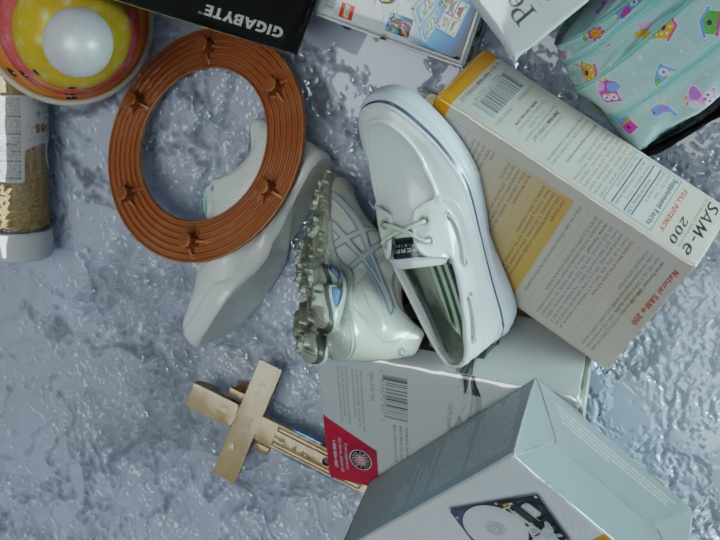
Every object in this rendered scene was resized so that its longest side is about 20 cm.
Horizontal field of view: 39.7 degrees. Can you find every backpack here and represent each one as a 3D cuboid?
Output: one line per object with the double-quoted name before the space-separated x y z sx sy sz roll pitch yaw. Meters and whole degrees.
"backpack" 0.230 -0.172 0.653 0.127 0.167 0.200 49 128 -3

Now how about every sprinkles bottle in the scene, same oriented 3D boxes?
"sprinkles bottle" -0.314 -0.110 0.899 0.068 0.068 0.201 7 104 18

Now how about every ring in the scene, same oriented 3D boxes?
"ring" -0.135 -0.107 0.827 0.200 0.019 0.202 -4 81 27

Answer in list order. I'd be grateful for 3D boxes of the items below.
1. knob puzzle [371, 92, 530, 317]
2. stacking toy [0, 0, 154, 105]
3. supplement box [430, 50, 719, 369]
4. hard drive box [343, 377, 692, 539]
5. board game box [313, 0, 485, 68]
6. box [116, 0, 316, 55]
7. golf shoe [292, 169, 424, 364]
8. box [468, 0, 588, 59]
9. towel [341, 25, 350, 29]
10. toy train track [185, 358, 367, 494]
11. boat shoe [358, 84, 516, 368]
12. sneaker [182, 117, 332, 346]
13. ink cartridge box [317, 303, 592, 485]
"knob puzzle" 0.111 -0.021 0.788 0.219 0.030 0.221 4 102 19
"stacking toy" -0.225 -0.186 0.765 0.145 0.200 0.147 -5 110 -15
"supplement box" 0.131 -0.041 0.696 0.200 0.074 0.126 36 141 9
"hard drive box" 0.108 0.189 0.719 0.156 0.077 0.200 40 133 -9
"board game box" 0.053 -0.264 0.725 0.126 0.035 0.201 23 111 12
"box" -0.114 -0.258 0.705 0.199 0.049 0.160 13 118 -20
"golf shoe" 0.000 0.000 0.762 0.097 0.200 0.079 10 130 -11
"box" 0.083 -0.249 0.590 0.131 0.200 0.199 -39 98 19
"towel" 0.034 -0.308 0.752 0.199 0.035 0.193 -20 94 22
"toy train track" -0.059 0.150 0.888 0.199 0.033 0.115 26 102 7
"boat shoe" 0.048 -0.024 0.669 0.073 0.067 0.201 -9 118 46
"sneaker" -0.107 -0.033 0.847 0.088 0.075 0.200 34 101 15
"ink cartridge box" 0.076 0.107 0.776 0.199 0.083 0.146 10 128 16
